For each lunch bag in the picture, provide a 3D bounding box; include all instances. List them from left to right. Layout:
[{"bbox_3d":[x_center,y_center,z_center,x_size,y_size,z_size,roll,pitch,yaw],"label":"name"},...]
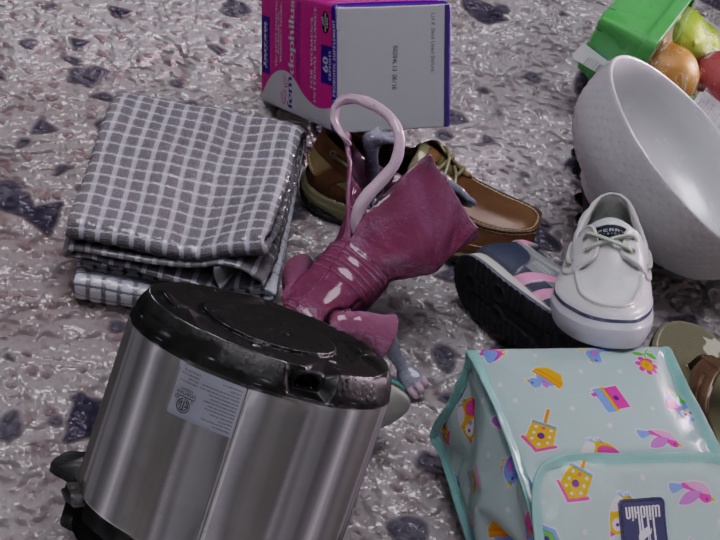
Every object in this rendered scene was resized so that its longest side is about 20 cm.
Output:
[{"bbox_3d":[0.157,0.151,1.297,0.169,0.123,0.201,1,43,-22],"label":"lunch bag"}]

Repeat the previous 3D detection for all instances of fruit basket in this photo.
[{"bbox_3d":[0.305,-0.177,1.796,0.199,0.094,0.185,36,42,4],"label":"fruit basket"}]

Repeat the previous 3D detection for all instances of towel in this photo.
[{"bbox_3d":[-0.132,-0.054,1.502,0.164,0.086,0.201,11,38,-1],"label":"towel"}]

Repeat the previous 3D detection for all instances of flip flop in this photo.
[{"bbox_3d":[0.271,0.105,1.437,0.080,0.058,0.201,1,39,-14],"label":"flip flop"}]

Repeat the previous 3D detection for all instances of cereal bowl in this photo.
[{"bbox_3d":[0.240,-0.072,1.585,0.200,0.083,0.201,35,32,-26],"label":"cereal bowl"}]

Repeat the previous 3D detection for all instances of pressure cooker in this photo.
[{"bbox_3d":[-0.088,0.124,1.213,0.178,0.202,0.176,11,11,-37],"label":"pressure cooker"}]

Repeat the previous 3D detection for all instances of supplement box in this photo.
[{"bbox_3d":[-0.007,-0.179,1.618,0.102,0.102,0.200,-4,13,-18],"label":"supplement box"}]

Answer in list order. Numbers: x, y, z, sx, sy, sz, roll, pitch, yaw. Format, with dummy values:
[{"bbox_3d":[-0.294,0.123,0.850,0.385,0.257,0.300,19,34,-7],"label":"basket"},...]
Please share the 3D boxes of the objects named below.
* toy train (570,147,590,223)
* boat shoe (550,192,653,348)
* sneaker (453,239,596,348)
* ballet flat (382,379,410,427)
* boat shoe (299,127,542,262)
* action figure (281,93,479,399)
[{"bbox_3d":[0.205,-0.057,1.640,0.045,0.034,0.201,18,38,-11],"label":"toy train"},{"bbox_3d":[0.175,-0.006,1.420,0.073,0.067,0.200,5,19,0],"label":"boat shoe"},{"bbox_3d":[0.161,0.039,1.480,0.082,0.071,0.200,-21,51,-33],"label":"sneaker"},{"bbox_3d":[-0.067,0.095,1.362,0.198,0.070,0.070,11,38,5],"label":"ballet flat"},{"bbox_3d":[0.049,-0.064,1.574,0.198,0.074,0.076,14,38,3],"label":"boat shoe"},{"bbox_3d":[0.000,0.000,1.421,0.133,0.149,0.201,27,72,31],"label":"action figure"}]
